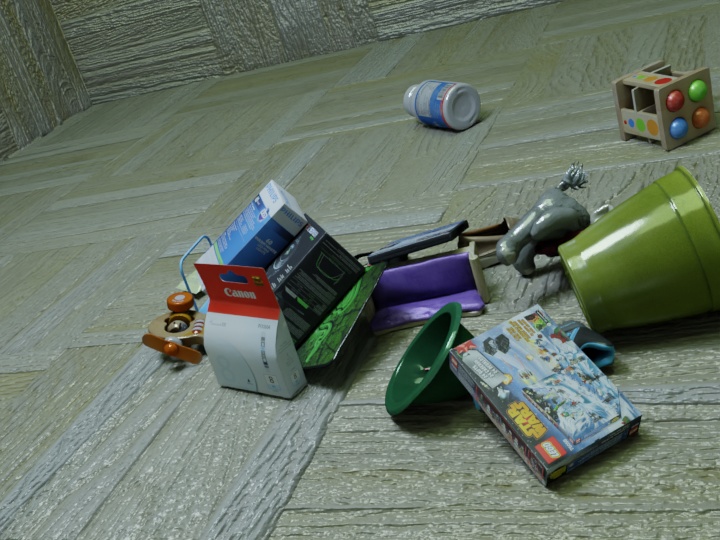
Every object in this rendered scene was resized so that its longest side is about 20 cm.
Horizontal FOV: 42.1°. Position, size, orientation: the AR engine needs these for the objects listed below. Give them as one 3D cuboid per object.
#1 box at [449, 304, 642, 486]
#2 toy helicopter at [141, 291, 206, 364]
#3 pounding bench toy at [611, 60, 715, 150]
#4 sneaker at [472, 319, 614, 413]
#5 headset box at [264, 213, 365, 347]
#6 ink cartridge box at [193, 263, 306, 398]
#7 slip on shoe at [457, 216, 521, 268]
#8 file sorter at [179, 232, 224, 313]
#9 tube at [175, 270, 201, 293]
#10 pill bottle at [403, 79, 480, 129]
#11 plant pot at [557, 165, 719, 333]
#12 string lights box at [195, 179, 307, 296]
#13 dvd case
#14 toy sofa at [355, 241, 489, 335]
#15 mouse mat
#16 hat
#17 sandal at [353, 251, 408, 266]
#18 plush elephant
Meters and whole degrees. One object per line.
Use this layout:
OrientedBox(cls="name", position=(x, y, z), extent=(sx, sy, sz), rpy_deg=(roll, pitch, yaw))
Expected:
OrientedBox(cls="box", position=(0.215, 0.143, 1.117), extent=(0.136, 0.040, 0.200), rpy_deg=(-25, 49, -16))
OrientedBox(cls="toy helicopter", position=(-0.274, 0.111, 1.577), extent=(0.199, 0.079, 0.132), rpy_deg=(12, 29, 27))
OrientedBox(cls="pounding bench toy", position=(0.627, -0.337, 1.831), extent=(0.199, 0.125, 0.156), rpy_deg=(-25, 25, -16))
OrientedBox(cls="sneaker", position=(0.232, 0.124, 1.192), extent=(0.199, 0.074, 0.082), rpy_deg=(-28, 25, -20))
OrientedBox(cls="headset box", position=(-0.108, 0.023, 1.518), extent=(0.200, 0.093, 0.174), rpy_deg=(-48, 20, 1))
OrientedBox(cls="ink cartridge box", position=(-0.177, 0.089, 1.395), extent=(0.159, 0.201, 0.047), rpy_deg=(4, 33, 40))
OrientedBox(cls="slip on shoe", position=(0.259, -0.062, 1.582), extent=(0.199, 0.061, 0.076), rpy_deg=(-17, 24, 2))
OrientedBox(cls="file sorter", position=(-0.207, -0.001, 1.702), extent=(0.199, 0.123, 0.139), rpy_deg=(-7, 27, 22))
OrientedBox(cls="tube", position=(-0.275, -0.013, 1.873), extent=(0.200, 0.052, 0.058), rpy_deg=(-39, -10, -32))
OrientedBox(cls="pill bottle", position=(0.194, -0.410, 2.300), extent=(0.112, 0.113, 0.200), rpy_deg=(-28, 26, -22))
OrientedBox(cls="plant pot", position=(0.376, -0.010, 1.257), extent=(0.192, 0.201, 0.201), rpy_deg=(-23, 23, 10))
OrientedBox(cls="string lights box", position=(-0.185, -0.045, 1.557), extent=(0.200, 0.059, 0.103), rpy_deg=(-46, 31, 9))
OrientedBox(cls="dvd case", position=(0.100, -0.048, 1.554), extent=(0.142, 0.018, 0.200), rpy_deg=(-16, 4, 16))
OrientedBox(cls="toy sofa", position=(0.098, 0.028, 1.477), extent=(0.199, 0.083, 0.098), rpy_deg=(-12, 24, 14))
OrientedBox(cls="mouse mat", position=(-0.043, 0.072, 1.441), extent=(0.161, 0.008, 0.201), rpy_deg=(-17, 36, 54))
OrientedBox(cls="hat", position=(0.157, 0.150, 1.257), extent=(0.200, 0.176, 0.166), rpy_deg=(-53, 11, 21))
OrientedBox(cls="sandal", position=(0.000, 0.000, 1.649), extent=(0.199, 0.045, 0.075), rpy_deg=(-28, 26, -20))
OrientedBox(cls="plush elephant", position=(0.328, -0.044, 1.419), extent=(0.155, 0.165, 0.200), rpy_deg=(39, 91, 21))
